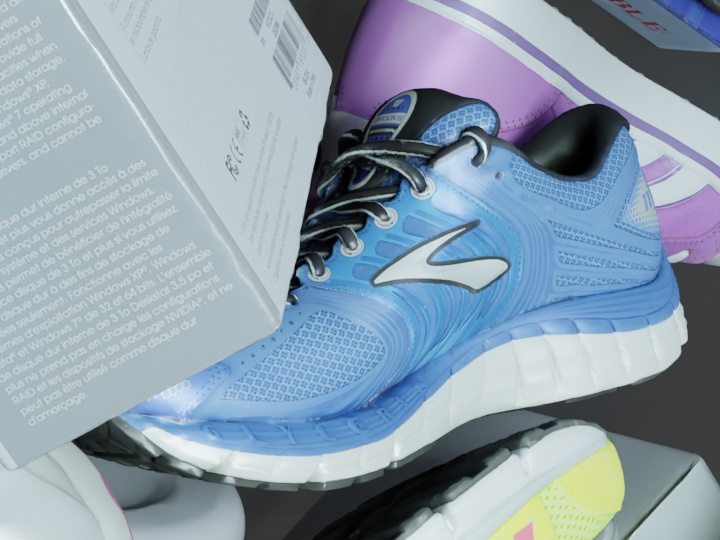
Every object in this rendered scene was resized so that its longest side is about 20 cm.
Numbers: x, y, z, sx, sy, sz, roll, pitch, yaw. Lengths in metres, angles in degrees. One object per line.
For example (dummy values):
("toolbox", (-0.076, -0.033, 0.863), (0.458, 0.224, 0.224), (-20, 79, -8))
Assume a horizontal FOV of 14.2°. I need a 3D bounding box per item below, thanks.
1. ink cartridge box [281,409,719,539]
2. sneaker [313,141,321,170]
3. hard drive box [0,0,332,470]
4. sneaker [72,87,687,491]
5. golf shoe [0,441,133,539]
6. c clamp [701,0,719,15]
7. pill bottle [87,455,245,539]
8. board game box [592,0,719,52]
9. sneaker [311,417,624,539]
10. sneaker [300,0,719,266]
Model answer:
("ink cartridge box", (0.061, 0.161, 0.870), (0.145, 0.145, 0.201), (-42, 114, -20))
("sneaker", (-0.043, -0.063, 0.809), (0.077, 0.083, 0.202), (-6, 103, -51))
("hard drive box", (-0.093, -0.082, 0.663), (0.076, 0.156, 0.201), (-27, 110, 15))
("sneaker", (0.000, 0.000, 0.752), (0.199, 0.078, 0.090), (-18, 106, -39))
("golf shoe", (-0.121, 0.037, 0.665), (0.075, 0.200, 0.091), (-41, 159, 14))
("c clamp", (0.157, -0.160, 0.915), (0.170, 0.027, 0.201), (-19, 116, -34))
("pill bottle", (-0.103, 0.139, 0.775), (0.104, 0.104, 0.201), (5, 111, -32))
("board game box", (0.077, -0.203, 0.898), (0.199, 0.041, 0.201), (29, 80, -31))
("sneaker", (0.012, 0.113, 0.728), (0.091, 0.078, 0.200), (53, 51, -5))
("sneaker", (0.050, -0.013, 0.876), (0.200, 0.072, 0.115), (25, 86, -47))
